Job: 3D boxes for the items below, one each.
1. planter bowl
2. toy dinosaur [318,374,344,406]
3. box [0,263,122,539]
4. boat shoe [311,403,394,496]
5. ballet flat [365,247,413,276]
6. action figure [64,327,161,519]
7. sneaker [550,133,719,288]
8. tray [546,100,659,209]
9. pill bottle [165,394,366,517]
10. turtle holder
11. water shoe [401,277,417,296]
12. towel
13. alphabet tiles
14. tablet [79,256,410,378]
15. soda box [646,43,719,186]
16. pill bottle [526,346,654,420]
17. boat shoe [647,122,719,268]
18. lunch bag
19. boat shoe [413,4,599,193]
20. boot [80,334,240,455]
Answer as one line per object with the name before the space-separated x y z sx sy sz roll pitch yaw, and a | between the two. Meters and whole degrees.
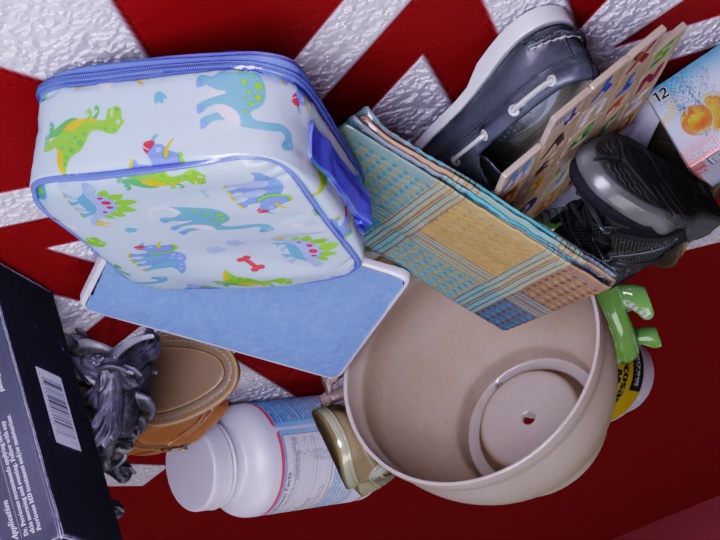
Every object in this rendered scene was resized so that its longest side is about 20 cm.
planter bowl | 0.105 0.090 1.149 0.200 0.200 0.135 -26 141 15
toy dinosaur | 0.022 0.061 1.323 0.135 0.086 0.200 -15 155 -12
box | -0.280 0.122 1.030 0.182 0.200 0.104 -22 160 8
boat shoe | 0.007 0.145 1.302 0.063 0.073 0.201 -25 160 1
ballet flat | -0.034 -0.011 1.115 0.200 0.069 0.063 -16 146 -14
action figure | -0.203 0.107 1.139 0.102 0.119 0.200 16 139 -2
sneaker | 0.175 -0.034 1.090 0.114 0.076 0.199 -36 162 21
tray | 0.119 -0.080 1.116 0.200 0.022 0.107 -11 144 -22
pill bottle | -0.080 0.177 1.482 0.200 0.109 0.109 -2 153 -39
turtle holder | 0.159 0.021 1.255 0.132 0.141 0.186 -22 171 6
water shoe | 0.000 0.000 1.196 0.200 0.072 0.079 -4 131 -43
towel | 0.050 -0.029 1.001 0.200 0.022 0.147 31 157 -15
alphabet tiles | 0.139 -0.082 1.018 0.166 0.006 0.200 -40 167 -19
tablet | -0.080 0.012 1.066 0.200 0.014 0.130 17 136 -19
soda box | 0.300 -0.142 1.060 0.200 0.068 0.064 -33 157 18
pill bottle | 0.214 0.096 1.541 0.112 0.113 0.200 -31 158 26
boat shoe | 0.254 -0.082 1.212 0.068 0.072 0.200 -48 163 -27
lunch bag | -0.083 -0.052 0.890 0.161 0.083 0.200 -4 160 15
boat shoe | 0.087 -0.082 1.009 0.076 0.060 0.200 -11 149 -30
boot | -0.152 0.108 1.301 0.200 0.074 0.155 -16 162 27
